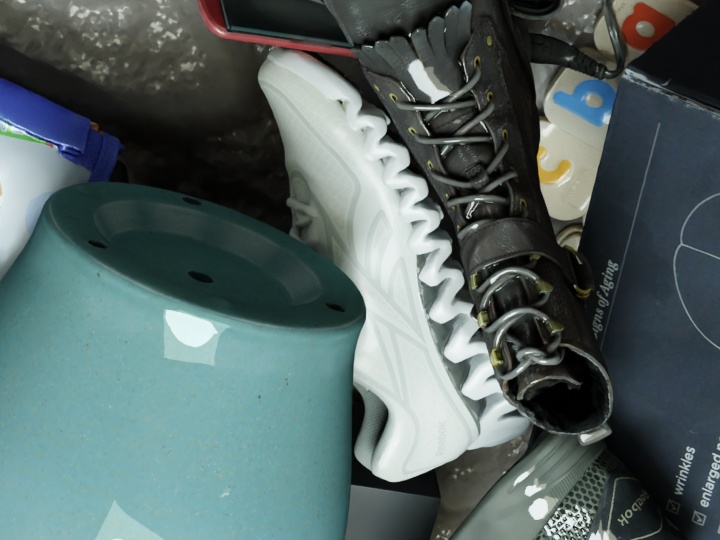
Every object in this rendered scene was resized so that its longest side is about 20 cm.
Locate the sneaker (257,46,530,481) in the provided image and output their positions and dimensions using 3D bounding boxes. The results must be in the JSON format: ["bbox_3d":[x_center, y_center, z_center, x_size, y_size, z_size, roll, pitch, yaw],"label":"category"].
[{"bbox_3d":[0.000,0.000,0.990,0.081,0.075,0.201,-28,106,-6],"label":"sneaker"}]

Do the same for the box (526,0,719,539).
[{"bbox_3d":[0.195,0.018,0.985,0.196,0.124,0.201,23,122,18],"label":"box"}]

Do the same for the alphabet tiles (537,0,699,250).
[{"bbox_3d":[0.170,-0.044,1.070,0.195,0.015,0.200,27,117,-16],"label":"alphabet tiles"}]

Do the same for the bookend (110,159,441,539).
[{"bbox_3d":[-0.045,0.069,1.091,0.198,0.092,0.201,9,117,-11],"label":"bookend"}]

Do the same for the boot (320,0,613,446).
[{"bbox_3d":[0.049,-0.034,0.896,0.069,0.175,0.200,-23,149,14],"label":"boot"}]

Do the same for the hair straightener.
[{"bbox_3d":[0.035,-0.112,0.964,0.199,0.041,0.077,11,142,-30],"label":"hair straightener"}]

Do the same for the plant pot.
[{"bbox_3d":[-0.090,0.074,0.936,0.199,0.200,0.189,17,107,-10],"label":"plant pot"}]

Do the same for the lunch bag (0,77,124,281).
[{"bbox_3d":[-0.216,-0.021,1.018,0.169,0.124,0.200,24,127,-16],"label":"lunch bag"}]

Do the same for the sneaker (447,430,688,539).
[{"bbox_3d":[0.078,0.155,1.015,0.114,0.076,0.200,44,135,7],"label":"sneaker"}]
